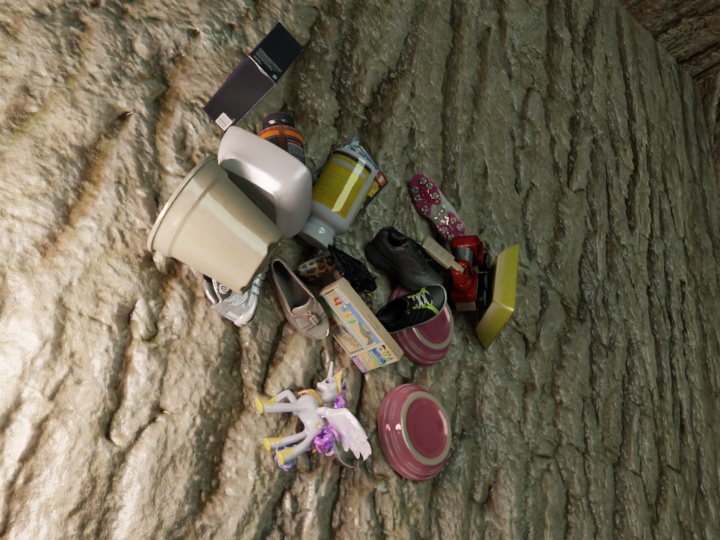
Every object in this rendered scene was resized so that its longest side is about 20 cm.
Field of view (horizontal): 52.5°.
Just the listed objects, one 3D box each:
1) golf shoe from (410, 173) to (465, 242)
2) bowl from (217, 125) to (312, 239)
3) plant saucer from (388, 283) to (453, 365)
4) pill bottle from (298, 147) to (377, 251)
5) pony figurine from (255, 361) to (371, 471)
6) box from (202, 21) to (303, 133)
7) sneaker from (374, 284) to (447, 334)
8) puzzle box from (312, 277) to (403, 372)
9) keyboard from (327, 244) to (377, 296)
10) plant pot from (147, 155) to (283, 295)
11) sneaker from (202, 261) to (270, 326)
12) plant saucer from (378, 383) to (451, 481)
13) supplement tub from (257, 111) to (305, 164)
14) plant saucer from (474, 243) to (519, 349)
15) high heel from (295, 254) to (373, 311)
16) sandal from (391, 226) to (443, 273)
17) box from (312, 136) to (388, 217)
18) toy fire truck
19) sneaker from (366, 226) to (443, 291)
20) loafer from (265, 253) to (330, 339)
[{"bbox_3d":[0.196,-0.159,1.869,0.202,0.075,0.091,55,16,0],"label":"golf shoe"},{"bbox_3d":[-0.192,-0.150,1.384,0.197,0.201,0.075,28,57,9],"label":"bowl"},{"bbox_3d":[0.149,0.115,1.697,0.197,0.050,0.206,20,57,-34],"label":"plant saucer"},{"bbox_3d":[-0.054,-0.149,1.554,0.111,0.111,0.203,34,78,-24],"label":"pill bottle"},{"bbox_3d":[-0.080,0.286,1.353,0.196,0.167,0.197,-18,75,-30],"label":"pony figurine"},{"bbox_3d":[-0.220,-0.390,1.489,0.079,0.198,0.142,44,46,-15],"label":"box"},{"bbox_3d":[0.110,0.086,1.593,0.197,0.083,0.073,-27,73,-15],"label":"sneaker"},{"bbox_3d":[-0.015,0.115,1.488,0.201,0.132,0.025,51,53,-9],"label":"puzzle box"},{"bbox_3d":[0.000,0.000,1.526,0.106,0.039,0.199,63,15,19],"label":"keyboard"},{"bbox_3d":[-0.242,-0.064,1.286,0.182,0.201,0.202,36,48,-3],"label":"plant pot"},{"bbox_3d":[-0.238,-0.005,1.383,0.114,0.075,0.205,26,55,-28],"label":"sneaker"},{"bbox_3d":[0.126,0.340,1.558,0.197,0.050,0.206,20,57,-34],"label":"plant saucer"},{"bbox_3d":[-0.166,-0.227,1.528,0.105,0.106,0.205,12,62,-37],"label":"supplement tub"},{"bbox_3d":[0.333,0.061,1.815,0.047,0.201,0.204,15,55,-3],"label":"plant saucer"},{"bbox_3d":[-0.048,0.045,1.529,0.198,0.071,0.146,0,64,-52],"label":"high heel"},{"bbox_3d":[0.131,-0.044,1.759,0.197,0.042,0.078,25,55,-32],"label":"sandal"},{"bbox_3d":[-0.028,-0.204,1.691,0.138,0.040,0.200,51,45,-10],"label":"box"},{"bbox_3d":[0.230,-0.025,1.754,0.202,0.125,0.179,67,27,-44],"label":"toy fire truck"},{"bbox_3d":[0.109,-0.023,1.662,0.197,0.091,0.077,32,38,-4],"label":"sneaker"},{"bbox_3d":[-0.127,0.057,1.445,0.071,0.063,0.202,-37,100,-12],"label":"loafer"}]
